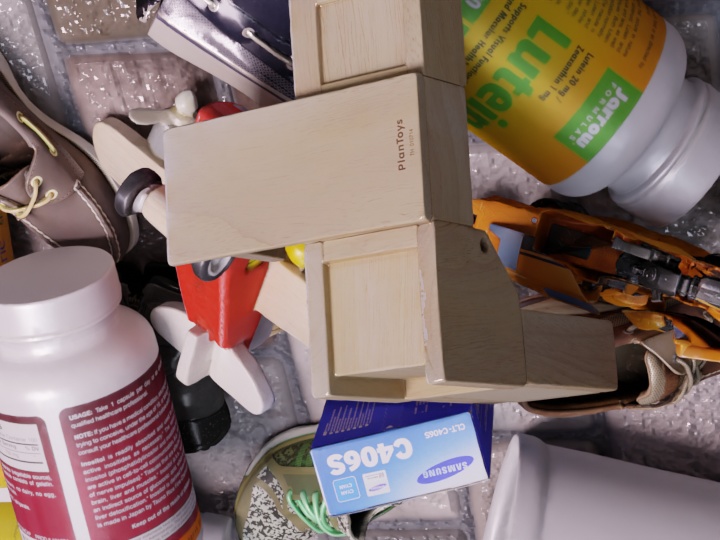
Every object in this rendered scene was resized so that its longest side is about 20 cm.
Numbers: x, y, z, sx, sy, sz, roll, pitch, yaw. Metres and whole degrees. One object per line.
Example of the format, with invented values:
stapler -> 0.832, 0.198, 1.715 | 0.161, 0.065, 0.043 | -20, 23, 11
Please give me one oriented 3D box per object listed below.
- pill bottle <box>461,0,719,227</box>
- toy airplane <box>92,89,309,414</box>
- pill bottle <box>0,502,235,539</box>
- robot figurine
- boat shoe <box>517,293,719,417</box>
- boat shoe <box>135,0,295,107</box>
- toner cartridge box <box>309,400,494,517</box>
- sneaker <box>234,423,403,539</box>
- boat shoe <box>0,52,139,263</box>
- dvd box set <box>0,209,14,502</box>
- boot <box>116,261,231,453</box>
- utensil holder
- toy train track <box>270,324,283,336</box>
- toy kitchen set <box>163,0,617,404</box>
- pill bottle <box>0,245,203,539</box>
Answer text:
pill bottle -> 0.106, -0.111, 1.111 | 0.199, 0.111, 0.111 | 34, 126, -15
toy airplane -> -0.061, -0.015, 1.197 | 0.201, 0.141, 0.199 | 55, 155, -17
pill bottle -> -0.191, 0.195, 1.407 | 0.198, 0.112, 0.113 | 8, 129, 6
robot figurine -> 0.157, 0.005, 1.147 | 0.199, 0.145, 0.059 | 20, 98, 30
boat shoe -> 0.174, 0.052, 1.225 | 0.198, 0.072, 0.076 | -10, 129, -7
boat shoe -> -0.024, -0.134, 1.141 | 0.199, 0.075, 0.093 | 26, 136, -8
toner cartridge box -> 0.029, 0.082, 1.211 | 0.094, 0.200, 0.044 | -15, 102, 9
sneaker -> -0.016, 0.145, 1.348 | 0.077, 0.089, 0.200 | 41, 124, -20
boat shoe -> -0.211, -0.068, 1.240 | 0.071, 0.060, 0.200 | -24, 119, 26
dvd box set -> -0.284, 0.052, 1.319 | 0.145, 0.029, 0.202 | -1, 106, 16
boot -> -0.183, 0.052, 1.337 | 0.198, 0.068, 0.132 | -4, 117, 11
utensil holder -> 0.179, 0.207, 1.312 | 0.198, 0.171, 0.171 | 11, 129, -1
toy train track -> 0.000, 0.000, 1.267 | 0.199, 0.033, 0.115 | -23, 111, 31
toy kitchen set -> 0.015, -0.030, 1.077 | 0.162, 0.202, 0.180 | -9, 171, 35
pill bottle -> -0.169, 0.093, 1.257 | 0.112, 0.113, 0.202 | -5, 113, 15
